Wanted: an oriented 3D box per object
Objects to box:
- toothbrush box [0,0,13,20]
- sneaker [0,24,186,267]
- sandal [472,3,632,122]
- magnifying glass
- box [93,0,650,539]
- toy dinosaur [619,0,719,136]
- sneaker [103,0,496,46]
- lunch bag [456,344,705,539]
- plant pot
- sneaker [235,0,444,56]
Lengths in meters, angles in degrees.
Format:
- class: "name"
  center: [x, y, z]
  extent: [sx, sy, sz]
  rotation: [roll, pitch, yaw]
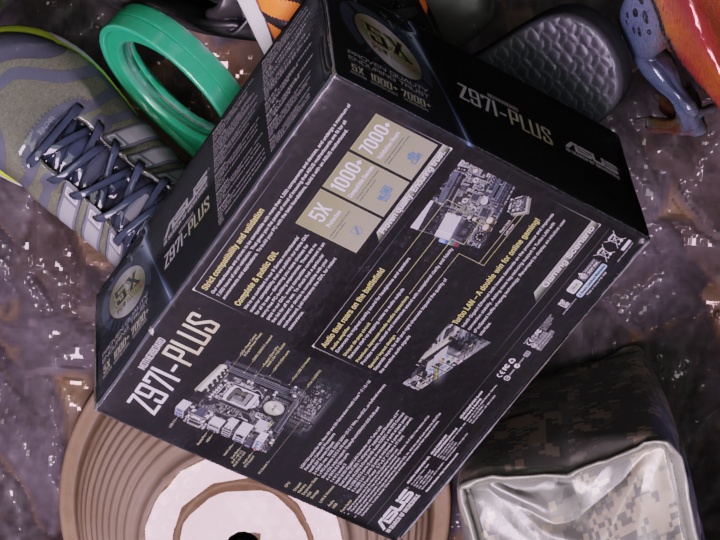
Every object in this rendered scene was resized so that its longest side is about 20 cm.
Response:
- class: "toothbrush box"
  center: [-0.251, -0.125, 1.067]
  extent: [0.146, 0.200, 0.086]
  rotation: [35, 102, -6]
- class: "sneaker"
  center: [-0.111, -0.041, 1.109]
  extent: [0.200, 0.081, 0.074]
  rotation: [40, 87, -33]
- class: "sandal"
  center: [0.041, -0.069, 1.133]
  extent: [0.200, 0.043, 0.076]
  rotation: [-17, 105, 27]
- class: "magnifying glass"
  center: [-0.055, -0.048, 1.132]
  extent: [0.022, 0.080, 0.200]
  rotation: [-48, 122, -21]
- class: "box"
  center: [0.000, 0.000, 1.044]
  extent: [0.164, 0.086, 0.200]
  rotation: [25, 120, -22]
- class: "toy dinosaur"
  center: [0.153, -0.154, 1.080]
  extent: [0.105, 0.200, 0.182]
  rotation: [-28, 132, -8]
- class: "sneaker"
  center: [-0.035, -0.131, 1.115]
  extent: [0.200, 0.091, 0.076]
  rotation: [4, 100, 0]
- class: "lunch bag"
  center: [0.118, 0.159, 1.136]
  extent: [0.117, 0.164, 0.200]
  rotation: [-12, 102, 6]
- class: "plant pot"
  center: [-0.054, 0.124, 1.172]
  extent: [0.200, 0.093, 0.201]
  rotation: [0, 103, 2]
- class: "sneaker"
  center: [-0.010, -0.128, 1.036]
  extent: [0.070, 0.090, 0.200]
  rotation: [-39, 103, -19]
